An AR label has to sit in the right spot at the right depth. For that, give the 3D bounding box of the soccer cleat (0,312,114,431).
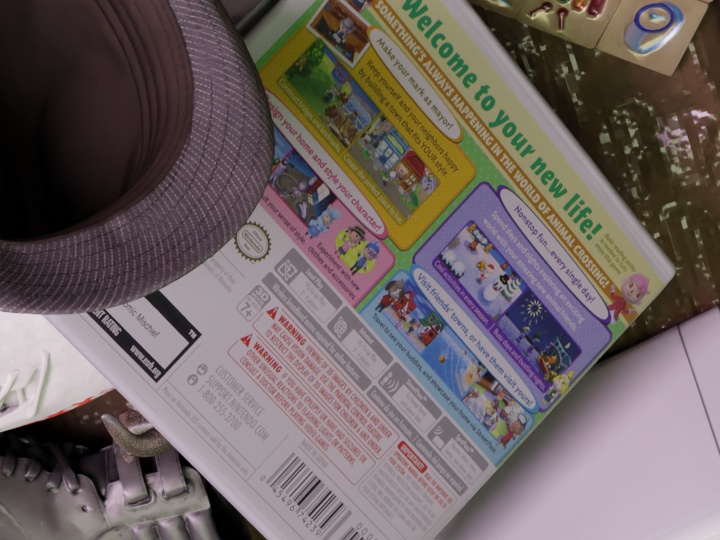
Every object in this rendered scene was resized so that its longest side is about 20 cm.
[{"bbox_3d":[-0.164,0.044,0.876,0.200,0.085,0.069,-10,121,3],"label":"soccer cleat"}]

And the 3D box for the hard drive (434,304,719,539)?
[{"bbox_3d":[0.069,0.099,0.981,0.200,0.132,0.027,-27,120,12],"label":"hard drive"}]

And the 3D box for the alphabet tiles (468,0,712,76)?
[{"bbox_3d":[0.061,-0.172,0.891,0.200,0.008,0.167,19,118,-14],"label":"alphabet tiles"}]

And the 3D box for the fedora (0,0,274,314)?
[{"bbox_3d":[-0.133,-0.055,0.774,0.200,0.177,0.090,47,141,3],"label":"fedora"}]

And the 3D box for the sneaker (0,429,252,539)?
[{"bbox_3d":[-0.123,0.080,0.997,0.099,0.071,0.200,-38,120,13],"label":"sneaker"}]

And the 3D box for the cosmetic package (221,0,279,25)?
[{"bbox_3d":[-0.086,-0.042,0.921,0.200,0.071,0.101,-25,119,10],"label":"cosmetic package"}]

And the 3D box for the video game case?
[{"bbox_3d":[0.000,0.000,0.881,0.182,0.022,0.200,-47,121,-8],"label":"video game case"}]

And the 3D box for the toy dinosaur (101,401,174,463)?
[{"bbox_3d":[-0.034,0.036,0.946,0.102,0.077,0.200,-29,156,23],"label":"toy dinosaur"}]
